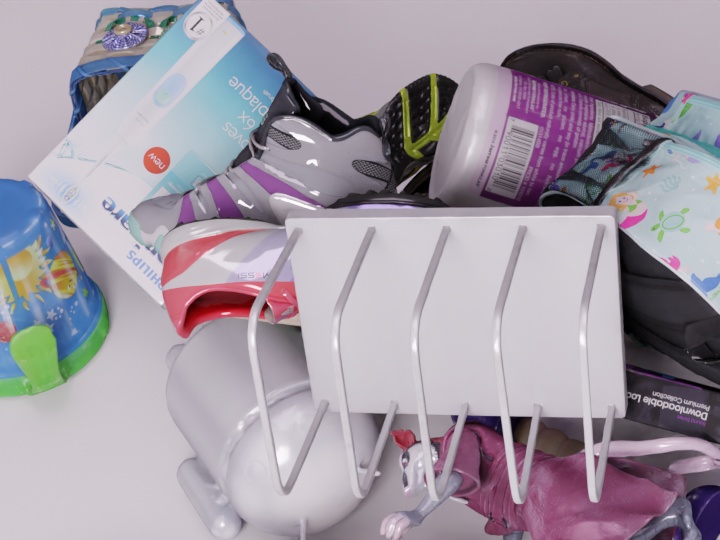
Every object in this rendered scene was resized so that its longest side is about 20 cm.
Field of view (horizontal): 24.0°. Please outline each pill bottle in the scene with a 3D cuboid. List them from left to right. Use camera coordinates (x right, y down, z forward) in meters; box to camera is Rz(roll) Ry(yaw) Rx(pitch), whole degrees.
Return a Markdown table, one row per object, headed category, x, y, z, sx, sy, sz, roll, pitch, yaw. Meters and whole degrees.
| category | x | y | z | sx | sy | sz | roll | pitch | yaw |
| --- | --- | --- | --- | --- | --- | --- | --- | --- | --- |
| pill bottle | 0.157 | -0.066 | 1.186 | 0.199 | 0.113 | 0.113 | 17 | 42 | -8 |

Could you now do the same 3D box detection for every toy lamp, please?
| category | x | y | z | sx | sy | sz | roll | pitch | yaw |
| --- | --- | --- | --- | --- | --- | --- | --- | --- | --- |
| toy lamp | 0.147 | 0.127 | 1.131 | 0.199 | 0.058 | 0.058 | 26 | 53 | 35 |

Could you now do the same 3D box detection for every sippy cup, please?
| category | x | y | z | sx | sy | sz | roll | pitch | yaw |
| --- | --- | --- | --- | --- | --- | --- | --- | --- | --- |
| sippy cup | -0.273 | 0.005 | 1.304 | 0.177 | 0.131 | 0.140 | 17 | 49 | 28 |

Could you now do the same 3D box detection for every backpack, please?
| category | x | y | z | sx | sy | sz | roll | pitch | yaw |
| --- | --- | --- | --- | --- | --- | --- | --- | --- | --- |
| backpack | 0.223 | -0.011 | 1.046 | 0.151 | 0.178 | 0.200 | -43 | 20 | 2 |

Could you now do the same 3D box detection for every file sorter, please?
| category | x | y | z | sx | sy | sz | roll | pitch | yaw |
| --- | --- | --- | --- | --- | --- | --- | --- | --- | --- |
| file sorter | 0.049 | 0.053 | 0.986 | 0.198 | 0.140 | 0.125 | 0 | 30 | 14 |

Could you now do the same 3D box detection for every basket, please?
| category | x | y | z | sx | sy | sz | roll | pitch | yaw |
| --- | --- | --- | --- | --- | --- | --- | --- | --- | --- |
| basket | -0.168 | -0.128 | 1.429 | 0.175 | 0.139 | 0.201 | -4 | 61 | 7 |

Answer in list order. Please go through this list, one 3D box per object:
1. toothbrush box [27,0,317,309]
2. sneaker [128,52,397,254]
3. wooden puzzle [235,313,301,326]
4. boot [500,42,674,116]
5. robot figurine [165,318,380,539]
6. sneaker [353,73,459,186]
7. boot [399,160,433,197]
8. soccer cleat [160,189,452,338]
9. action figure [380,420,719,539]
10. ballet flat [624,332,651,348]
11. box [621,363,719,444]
| category | x | y | z | sx | sy | sz | roll | pitch | yaw |
| --- | --- | --- | --- | --- | --- | --- | --- | --- | --- |
| toothbrush box | -0.134 | -0.089 | 1.318 | 0.146 | 0.085 | 0.200 | 44 | 86 | 4 |
| sneaker | -0.069 | -0.080 | 1.168 | 0.198 | 0.141 | 0.078 | 0 | 19 | 11 |
| wooden puzzle | 0.000 | 0.000 | 1.197 | 0.184 | 0.038 | 0.200 | 6 | 22 | 28 |
| boot | 0.159 | -0.126 | 1.356 | 0.199 | 0.070 | 0.174 | 24 | 26 | 31 |
| robot figurine | -0.059 | 0.102 | 1.159 | 0.170 | 0.113 | 0.200 | -53 | 44 | 11 |
| sneaker | 0.001 | -0.078 | 1.283 | 0.199 | 0.076 | 0.076 | -27 | 81 | -31 |
| boot | 0.076 | -0.007 | 1.285 | 0.199 | 0.073 | 0.150 | -35 | 45 | -20 |
| soccer cleat | -0.031 | -0.001 | 1.093 | 0.198 | 0.068 | 0.074 | -7 | 58 | 4 |
| action figure | 0.103 | 0.130 | 1.042 | 0.199 | 0.134 | 0.150 | 24 | 82 | 29 |
| ballet flat | 0.178 | 0.009 | 1.262 | 0.074 | 0.075 | 0.200 | -18 | 40 | -9 |
| box | 0.199 | 0.085 | 1.115 | 0.199 | 0.143 | 0.036 | 16 | 90 | 25 |
